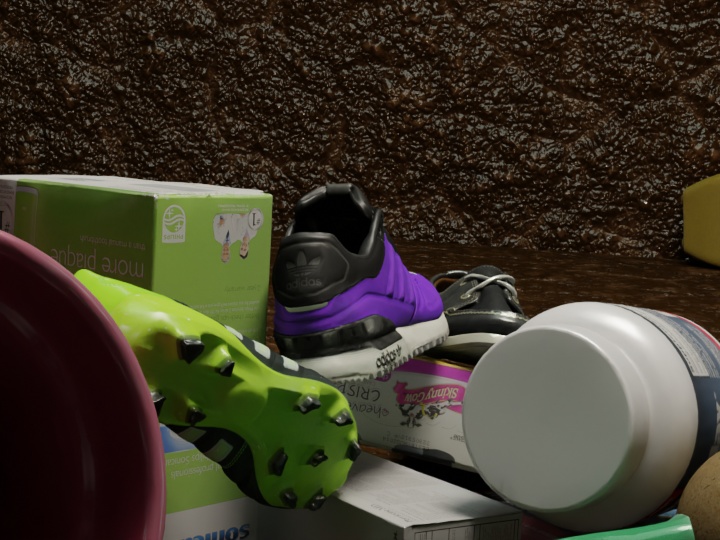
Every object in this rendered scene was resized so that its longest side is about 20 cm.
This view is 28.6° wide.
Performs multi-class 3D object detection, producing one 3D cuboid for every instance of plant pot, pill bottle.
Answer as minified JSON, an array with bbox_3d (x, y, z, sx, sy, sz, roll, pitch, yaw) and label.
[{"bbox_3d":[0.702,-0.097,2.635,0.197,0.198,0.195,0,5,17],"label":"plant pot"},{"bbox_3d":[0.133,0.079,0.768,0.118,0.122,0.199,6,0,28],"label":"pill bottle"},{"bbox_3d":[-0.201,0.088,0.547,0.198,0.203,0.178,-1,-7,-36],"label":"plant pot"}]

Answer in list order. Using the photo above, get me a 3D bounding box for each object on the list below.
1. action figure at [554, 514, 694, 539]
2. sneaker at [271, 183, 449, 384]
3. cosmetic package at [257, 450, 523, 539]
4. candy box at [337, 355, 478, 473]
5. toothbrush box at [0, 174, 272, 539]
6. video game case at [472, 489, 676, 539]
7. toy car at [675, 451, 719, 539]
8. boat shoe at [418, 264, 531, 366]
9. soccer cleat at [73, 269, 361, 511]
[{"bbox_3d":[0.049,0.153,0.598,0.197,0.056,0.118,-5,16,4],"label":"action figure"},{"bbox_3d":[0.000,0.000,0.785,0.069,0.101,0.200,-9,4,15],"label":"sneaker"},{"bbox_3d":[-0.008,0.134,0.776,0.082,0.052,0.199,3,5,-36],"label":"cosmetic package"},{"bbox_3d":[0.060,0.092,0.928,0.135,0.062,0.199,11,-3,26],"label":"candy box"},{"bbox_3d":[-0.128,0.054,0.756,0.144,0.203,0.085,9,10,42],"label":"toothbrush box"},{"bbox_3d":[0.153,0.152,0.851,0.198,0.018,0.142,-1,7,-33],"label":"video game case"},{"bbox_3d":[0.211,0.138,0.674,0.198,0.160,0.164,-27,6,-9],"label":"toy car"},{"bbox_3d":[0.073,0.029,0.908,0.071,0.069,0.200,12,-2,-5],"label":"boat shoe"},{"bbox_3d":[-0.064,0.054,0.654,0.081,0.068,0.200,36,-5,37],"label":"soccer cleat"}]
